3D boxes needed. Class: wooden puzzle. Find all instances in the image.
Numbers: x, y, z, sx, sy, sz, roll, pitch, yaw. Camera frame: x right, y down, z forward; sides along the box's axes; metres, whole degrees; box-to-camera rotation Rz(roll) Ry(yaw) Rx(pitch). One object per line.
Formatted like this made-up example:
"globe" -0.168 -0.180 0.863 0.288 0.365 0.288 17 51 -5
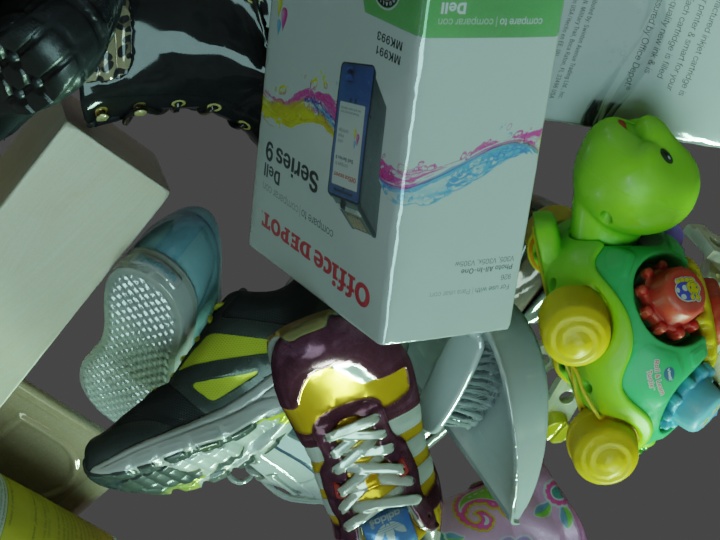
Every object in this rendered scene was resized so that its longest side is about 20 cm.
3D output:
"wooden puzzle" -0.272 0.121 1.116 0.200 0.046 0.185 34 117 -32

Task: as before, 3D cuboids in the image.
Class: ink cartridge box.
"ink cartridge box" 0.145 -0.156 0.917 0.199 0.086 0.147 7 126 -12
"ink cartridge box" 0.019 -0.082 0.851 0.087 0.145 0.201 -7 116 -30

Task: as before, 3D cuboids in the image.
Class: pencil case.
"pencil case" 0.052 0.194 1.139 0.199 0.088 0.088 -21 129 -14

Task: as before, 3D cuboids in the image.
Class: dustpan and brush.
"dustpan and brush" 0.064 0.038 0.938 0.057 0.140 0.201 -12 140 -33

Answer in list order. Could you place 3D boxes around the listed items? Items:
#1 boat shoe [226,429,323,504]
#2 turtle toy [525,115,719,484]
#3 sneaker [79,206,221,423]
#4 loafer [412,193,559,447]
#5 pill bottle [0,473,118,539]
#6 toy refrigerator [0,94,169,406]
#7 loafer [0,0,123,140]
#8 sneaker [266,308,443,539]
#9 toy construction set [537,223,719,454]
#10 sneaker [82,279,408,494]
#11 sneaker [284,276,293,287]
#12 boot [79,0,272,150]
"boat shoe" -0.048 0.114 1.096 0.086 0.075 0.202 -10 154 25
"turtle toy" 0.147 0.012 0.934 0.100 0.146 0.201 -12 116 7
"sneaker" -0.118 0.034 1.047 0.074 0.082 0.200 35 146 4
"loafer" 0.061 0.032 1.063 0.063 0.072 0.200 31 110 -23
"pill bottle" -0.216 0.204 1.090 0.112 0.112 0.200 -39 125 22
"toy refrigerator" -0.204 -0.001 0.987 0.076 0.070 0.200 34 102 -27
"loafer" -0.186 -0.112 0.894 0.200 0.070 0.068 -9 126 53
"sneaker" 0.007 0.100 0.905 0.075 0.090 0.200 -20 141 5
"toy construction set" 0.191 0.038 1.071 0.131 0.092 0.200 27 131 -23
"sneaker" -0.072 0.060 0.974 0.199 0.085 0.075 -26 157 1
"sneaker" 0.000 0.000 1.041 0.200 0.080 0.073 -32 154 35
"boot" -0.079 -0.095 0.950 0.149 0.073 0.201 -3 123 -4
